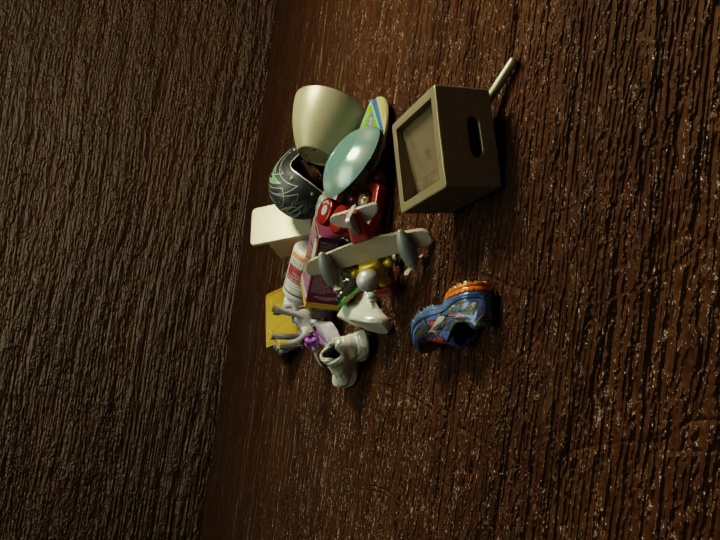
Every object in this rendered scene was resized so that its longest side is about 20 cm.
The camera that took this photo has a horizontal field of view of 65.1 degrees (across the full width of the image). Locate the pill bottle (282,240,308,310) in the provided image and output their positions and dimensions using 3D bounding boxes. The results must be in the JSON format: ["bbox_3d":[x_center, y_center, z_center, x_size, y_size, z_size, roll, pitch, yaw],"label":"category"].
[{"bbox_3d":[-0.163,0.025,1.647,0.113,0.111,0.202,-116,40,-57],"label":"pill bottle"}]

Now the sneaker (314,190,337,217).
[{"bbox_3d":[-0.051,-0.196,1.491,0.077,0.081,0.202,45,116,39],"label":"sneaker"}]

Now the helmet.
[{"bbox_3d":[-0.165,-0.238,1.581,0.200,0.198,0.193,-39,28,60],"label":"helmet"}]

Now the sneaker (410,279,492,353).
[{"bbox_3d":[0.138,0.090,0.882,0.200,0.074,0.079,126,143,-53],"label":"sneaker"}]

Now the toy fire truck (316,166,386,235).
[{"bbox_3d":[-0.005,-0.159,1.302,0.200,0.111,0.170,35,104,58],"label":"toy fire truck"}]

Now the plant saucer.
[{"bbox_3d":[-0.034,-0.263,1.309,0.201,0.039,0.202,-41,28,28],"label":"plant saucer"}]

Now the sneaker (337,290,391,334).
[{"bbox_3d":[0.014,0.080,1.224,0.089,0.075,0.199,-63,26,-9],"label":"sneaker"}]

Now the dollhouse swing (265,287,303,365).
[{"bbox_3d":[-0.223,0.186,1.852,0.180,0.176,0.202,-22,49,17],"label":"dollhouse swing"}]

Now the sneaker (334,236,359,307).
[{"bbox_3d":[-0.041,0.002,1.279,0.077,0.083,0.201,-42,27,35],"label":"sneaker"}]

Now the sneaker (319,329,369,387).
[{"bbox_3d":[-0.049,0.201,1.279,0.201,0.098,0.079,110,154,-45],"label":"sneaker"}]

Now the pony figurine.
[{"bbox_3d":[-0.136,0.157,1.464,0.166,0.198,0.196,-35,65,53],"label":"pony figurine"}]

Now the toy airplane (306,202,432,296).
[{"bbox_3d":[0.014,-0.027,1.079,0.201,0.197,0.142,123,159,-44],"label":"toy airplane"}]

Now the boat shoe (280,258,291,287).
[{"bbox_3d":[-0.216,0.012,1.877,0.068,0.072,0.201,-54,-5,-34],"label":"boat shoe"}]

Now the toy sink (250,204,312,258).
[{"bbox_3d":[-0.220,-0.123,1.718,0.112,0.197,0.132,57,-154,-59],"label":"toy sink"}]

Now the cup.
[{"bbox_3d":[-0.096,-0.360,1.468,0.200,0.198,0.145,-21,50,66],"label":"cup"}]

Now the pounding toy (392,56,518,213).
[{"bbox_3d":[0.155,-0.213,0.910,0.184,0.140,0.203,157,109,-67],"label":"pounding toy"}]

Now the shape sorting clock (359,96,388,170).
[{"bbox_3d":[0.029,-0.323,1.381,0.200,0.039,0.203,-173,90,-69],"label":"shape sorting clock"}]

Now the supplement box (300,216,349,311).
[{"bbox_3d":[-0.085,-0.018,1.449,0.131,0.102,0.202,-109,30,-60],"label":"supplement box"}]
